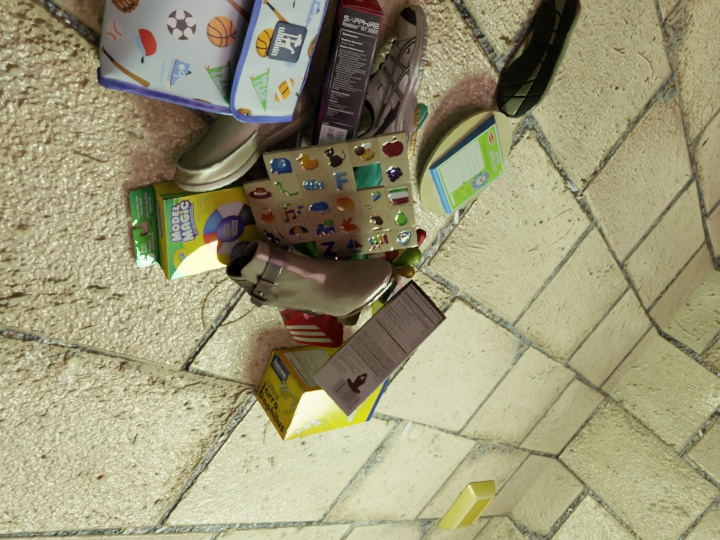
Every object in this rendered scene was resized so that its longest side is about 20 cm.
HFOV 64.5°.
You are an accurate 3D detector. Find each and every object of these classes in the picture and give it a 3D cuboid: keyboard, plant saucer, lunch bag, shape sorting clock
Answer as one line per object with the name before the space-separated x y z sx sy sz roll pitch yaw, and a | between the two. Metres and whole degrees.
keyboard | -0.087 -0.108 0.776 0.010 0.057 0.202 9 124 1
plant saucer | 0.386 0.831 1.997 0.199 0.048 0.201 20 108 -48
lunch bag | -0.132 -0.241 0.537 0.197 0.124 0.172 8 120 -29
shape sorting clock | 0.178 -0.180 0.966 0.198 0.039 0.201 -24 145 -18

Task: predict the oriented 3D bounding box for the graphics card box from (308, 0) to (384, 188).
graphics card box | -0.021 -0.217 0.683 0.050 0.126 0.202 8 121 -10

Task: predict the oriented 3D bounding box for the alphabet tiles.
alphabet tiles | -0.034 -0.080 0.696 0.196 0.008 0.169 -8 133 5

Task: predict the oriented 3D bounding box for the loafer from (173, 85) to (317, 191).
loafer | -0.139 -0.168 0.663 0.200 0.075 0.069 -43 141 -21

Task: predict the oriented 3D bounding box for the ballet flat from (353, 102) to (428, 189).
ballet flat | 0.026 -0.177 0.801 0.070 0.067 0.201 38 73 -20

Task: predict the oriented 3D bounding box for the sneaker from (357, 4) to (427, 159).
sneaker | 0.038 -0.246 0.740 0.076 0.086 0.204 14 83 -86

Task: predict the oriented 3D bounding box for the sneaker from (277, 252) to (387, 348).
sneaker | -0.029 0.047 0.900 0.198 0.078 0.117 -27 102 -6

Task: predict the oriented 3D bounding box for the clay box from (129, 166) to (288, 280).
clay box | -0.184 -0.061 0.727 0.198 0.048 0.116 -18 132 -33

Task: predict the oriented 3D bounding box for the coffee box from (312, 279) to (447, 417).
coffee box | 0.025 0.117 0.852 0.200 0.080 0.114 -43 177 -11

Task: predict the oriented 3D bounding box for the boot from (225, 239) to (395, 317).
boot | -0.073 0.004 0.720 0.145 0.071 0.199 30 140 -33

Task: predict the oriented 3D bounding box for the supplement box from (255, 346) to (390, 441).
supplement box | -0.065 0.208 1.012 0.198 0.109 0.111 1 121 -42

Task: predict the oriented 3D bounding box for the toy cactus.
toy cactus | 0.000 0.000 0.823 0.197 0.102 0.168 0 108 -30

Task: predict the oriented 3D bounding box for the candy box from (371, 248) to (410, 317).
candy box | 0.055 0.039 0.982 0.103 0.026 0.201 -56 164 -27

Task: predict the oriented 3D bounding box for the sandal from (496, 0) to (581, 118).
sandal | 0.294 -0.337 0.917 0.057 0.079 0.203 0 122 -58
